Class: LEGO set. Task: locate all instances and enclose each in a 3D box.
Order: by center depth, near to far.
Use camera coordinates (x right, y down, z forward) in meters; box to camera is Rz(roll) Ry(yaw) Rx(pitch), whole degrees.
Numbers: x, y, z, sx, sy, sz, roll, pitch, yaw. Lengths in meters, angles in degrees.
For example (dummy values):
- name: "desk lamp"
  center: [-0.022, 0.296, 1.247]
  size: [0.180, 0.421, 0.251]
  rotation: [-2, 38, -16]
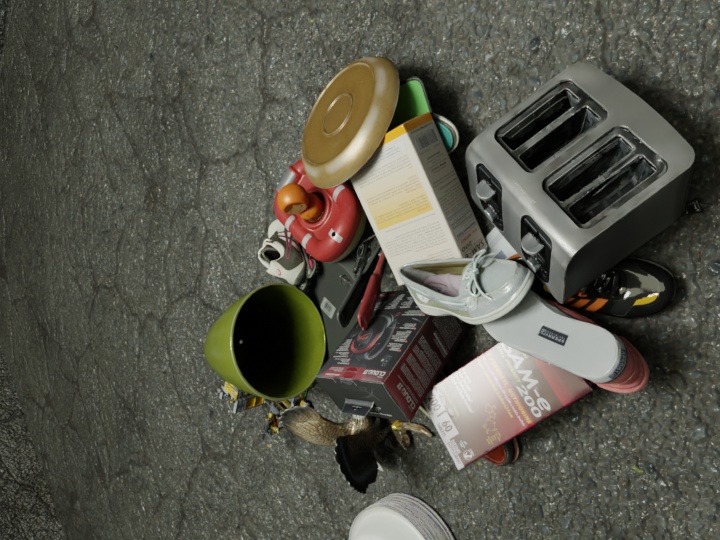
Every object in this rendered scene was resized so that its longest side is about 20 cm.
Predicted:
- name: "LEGO set"
  center: [-0.193, 0.226, 1.100]
  size: [0.199, 0.115, 0.156]
  rotation: [40, 120, 32]

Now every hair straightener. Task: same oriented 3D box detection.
- name: "hair straightener"
  center: [0.000, 0.000, 0.871]
  size: [0.075, 0.041, 0.203]
  rotation: [1, 53, 26]

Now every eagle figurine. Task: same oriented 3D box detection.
- name: "eagle figurine"
  center: [-0.015, 0.255, 0.875]
  size: [0.151, 0.198, 0.153]
  rotation: [-33, 75, 43]

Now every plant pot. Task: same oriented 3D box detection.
- name: "plant pot"
  center: [-0.025, -0.214, 0.797]
  size: [0.198, 0.027, 0.204]
  rotation: [-28, 51, 40]
- name: "plant pot"
  center: [-0.192, 0.131, 1.000]
  size: [0.198, 0.185, 0.192]
  rotation: [-14, 86, 48]

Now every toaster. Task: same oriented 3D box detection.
- name: "toaster"
  center: [0.236, -0.097, 0.612]
  size: [0.198, 0.119, 0.182]
  rotation: [-35, 60, 4]

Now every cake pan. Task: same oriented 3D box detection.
- name: "cake pan"
  center: [-0.045, 0.066, 0.995]
  size: [0.198, 0.036, 0.205]
  rotation: [6, 99, 43]

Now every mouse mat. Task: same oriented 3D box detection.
- name: "mouse mat"
  center: [0.056, -0.158, 0.821]
  size: [0.159, 0.008, 0.203]
  rotation: [-8, 111, 42]

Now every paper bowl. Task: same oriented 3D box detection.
- name: "paper bowl"
  center: [0.058, 0.472, 0.902]
  size: [0.198, 0.103, 0.206]
  rotation: [5, 97, 42]

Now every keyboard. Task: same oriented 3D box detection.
- name: "keyboard"
  center: [0.187, -0.022, 0.785]
  size: [0.057, 0.011, 0.201]
  rotation: [52, 127, 20]

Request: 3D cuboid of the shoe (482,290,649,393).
- name: "shoe"
  center: [0.225, 0.077, 0.651]
  size: [0.199, 0.090, 0.073]
  rotation: [30, 92, 53]

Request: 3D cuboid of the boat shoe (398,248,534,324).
- name: "boat shoe"
  center: [0.120, 0.015, 0.686]
  size: [0.075, 0.065, 0.201]
  rotation: [-55, 23, -18]

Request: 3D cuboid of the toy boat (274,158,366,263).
- name: "toy boat"
  center: [-0.085, -0.105, 0.937]
  size: [0.200, 0.130, 0.132]
  rotation: [44, 107, 30]

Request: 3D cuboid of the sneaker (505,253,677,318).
- name: "sneaker"
  center: [0.256, 0.017, 0.667]
  size: [0.198, 0.089, 0.072]
  rotation: [12, 103, 42]

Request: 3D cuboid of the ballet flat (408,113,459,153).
- name: "ballet flat"
  center: [0.066, -0.197, 0.839]
  size: [0.197, 0.069, 0.071]
  rotation: [-2, 94, 41]

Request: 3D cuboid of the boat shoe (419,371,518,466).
- name: "boat shoe"
  center: [0.137, 0.209, 0.823]
  size: [0.199, 0.062, 0.072]
  rotation: [40, 119, 31]

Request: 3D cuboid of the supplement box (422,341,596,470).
- name: "supplement box"
  center: [0.186, 0.156, 0.732]
  size: [0.199, 0.061, 0.110]
  rotation: [-38, 69, 19]

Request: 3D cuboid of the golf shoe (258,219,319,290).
- name: "golf shoe"
  center: [-0.142, -0.045, 1.019]
  size: [0.078, 0.087, 0.201]
  rotation: [-64, 33, 19]

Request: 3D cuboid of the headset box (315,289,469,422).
- name: "headset box"
  center: [0.040, 0.120, 0.798]
  size: [0.147, 0.201, 0.076]
  rotation: [-8, 124, 49]

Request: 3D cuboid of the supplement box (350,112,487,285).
- name: "supplement box"
  center: [0.074, -0.094, 0.786]
  size: [0.125, 0.073, 0.203]
  rotation: [-16, 103, 45]
